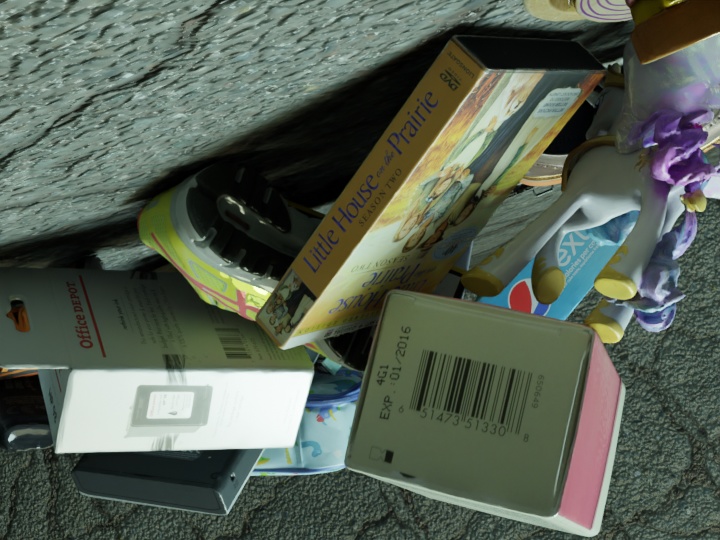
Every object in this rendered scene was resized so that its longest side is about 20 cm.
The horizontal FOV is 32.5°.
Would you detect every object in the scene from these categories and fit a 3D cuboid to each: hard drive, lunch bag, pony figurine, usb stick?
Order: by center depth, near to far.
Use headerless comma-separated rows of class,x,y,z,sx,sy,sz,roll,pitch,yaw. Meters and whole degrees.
pony figurine,0.174,-0.058,0.727,0.192,0.167,0.201,0,-128,49
usb stick,-0.282,0.093,1.003,0.055,0.033,0.200,2,-163,-25
hard drive,-0.130,0.110,1.020,0.139,0.033,0.200,2,-142,25
lunch bag,-0.079,0.132,1.122,0.199,0.083,0.161,-3,-178,21

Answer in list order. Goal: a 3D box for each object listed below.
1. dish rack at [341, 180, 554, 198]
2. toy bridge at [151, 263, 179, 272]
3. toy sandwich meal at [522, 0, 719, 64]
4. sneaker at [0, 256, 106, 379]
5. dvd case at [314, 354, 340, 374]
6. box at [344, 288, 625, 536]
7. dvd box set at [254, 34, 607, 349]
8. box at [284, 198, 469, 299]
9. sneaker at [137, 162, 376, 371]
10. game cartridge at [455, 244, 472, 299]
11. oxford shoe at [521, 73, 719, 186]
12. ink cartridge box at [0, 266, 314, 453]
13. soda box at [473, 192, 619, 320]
dish rack,0.087,-0.071,0.994,0.199,0.055,0.153,-21,177,0
toy bridge,-0.130,0.015,0.998,0.199,0.027,0.067,1,-132,36
toy sandwich meal,0.159,-0.123,0.489,0.204,0.071,0.205,-19,176,-1
sneaker,-0.240,0.048,0.924,0.111,0.078,0.200,-9,165,-14
dvd case,-0.044,0.033,1.165,0.199,0.022,0.146,-2,-136,55
box,0.087,0.094,0.768,0.127,0.110,0.200,10,169,19
dvd box set,0.040,-0.043,0.692,0.146,0.029,0.200,-12,144,-55
box,0.000,0.000,0.928,0.159,0.050,0.200,20,177,5
sneaker,-0.057,0.001,0.778,0.090,0.079,0.200,-8,142,42
game cartridge,0.068,0.021,1.121,0.041,0.201,0.133,12,148,0
oxford shoe,0.194,-0.108,0.868,0.199,0.072,0.073,-19,171,7
ink cartridge box,-0.144,0.057,0.802,0.199,0.067,0.116,3,-149,-25
soda box,0.157,-0.007,0.979,0.200,0.064,0.068,-51,177,10
